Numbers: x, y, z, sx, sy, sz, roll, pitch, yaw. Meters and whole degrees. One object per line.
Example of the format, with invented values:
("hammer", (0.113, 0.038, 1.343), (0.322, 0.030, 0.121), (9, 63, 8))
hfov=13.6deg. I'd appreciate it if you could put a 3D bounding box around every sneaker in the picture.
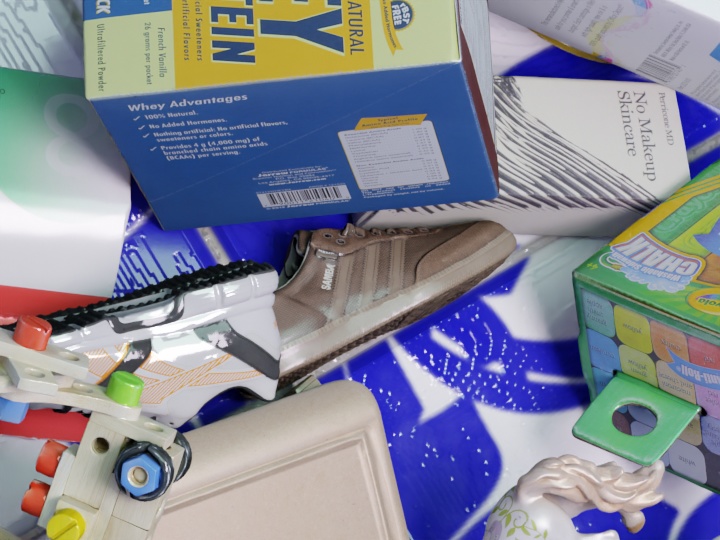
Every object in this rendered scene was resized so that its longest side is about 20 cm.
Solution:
("sneaker", (0.000, 0.000, 1.717), (0.199, 0.070, 0.076), (-26, 82, -31))
("sneaker", (-0.132, 0.056, 1.612), (0.199, 0.074, 0.081), (-14, 102, -13))

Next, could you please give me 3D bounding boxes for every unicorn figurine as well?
("unicorn figurine", (0.083, 0.183, 1.638), (0.137, 0.074, 0.201), (9, 103, -34))

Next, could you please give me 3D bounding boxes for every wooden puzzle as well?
("wooden puzzle", (-0.052, 0.178, 1.627), (0.184, 0.037, 0.201), (-18, 95, -29))

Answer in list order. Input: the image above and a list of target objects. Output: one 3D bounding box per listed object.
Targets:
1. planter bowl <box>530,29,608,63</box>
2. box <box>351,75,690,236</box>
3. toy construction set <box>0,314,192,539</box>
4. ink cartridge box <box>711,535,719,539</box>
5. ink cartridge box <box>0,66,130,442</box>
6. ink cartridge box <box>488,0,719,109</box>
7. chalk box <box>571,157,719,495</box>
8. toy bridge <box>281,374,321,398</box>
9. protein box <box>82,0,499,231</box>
("planter bowl", (0.165, -0.236, 1.874), (0.199, 0.083, 0.202), (8, 68, -21))
("box", (0.092, -0.068, 1.785), (0.199, 0.068, 0.083), (-1, 70, -24))
("toy construction set", (-0.163, 0.112, 1.520), (0.130, 0.201, 0.092), (22, 29, 8))
("ink cartridge box", (0.171, 0.233, 1.649), (0.199, 0.146, 0.083), (-25, 57, -33))
("ink cartridge box", (-0.207, -0.014, 1.641), (0.160, 0.050, 0.201), (7, 66, -22))
("ink cartridge box", (0.158, -0.177, 1.744), (0.199, 0.145, 0.085), (21, 78, -3))
("chalk box", (0.205, 0.040, 1.740), (0.200, 0.124, 0.124), (-36, 132, -32))
("toy bridge", (-0.077, 0.141, 1.653), (0.200, 0.027, 0.067), (-40, 92, -30))
("protein box", (-0.034, -0.125, 1.633), (0.197, 0.200, 0.136), (-5, 70, 7))
